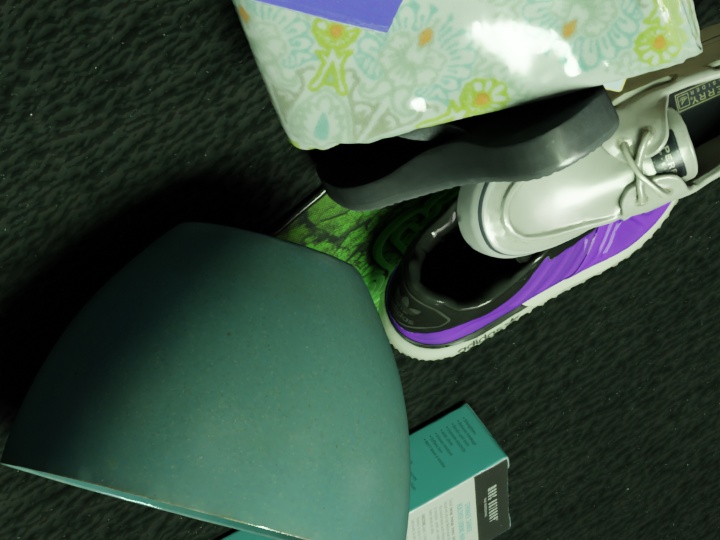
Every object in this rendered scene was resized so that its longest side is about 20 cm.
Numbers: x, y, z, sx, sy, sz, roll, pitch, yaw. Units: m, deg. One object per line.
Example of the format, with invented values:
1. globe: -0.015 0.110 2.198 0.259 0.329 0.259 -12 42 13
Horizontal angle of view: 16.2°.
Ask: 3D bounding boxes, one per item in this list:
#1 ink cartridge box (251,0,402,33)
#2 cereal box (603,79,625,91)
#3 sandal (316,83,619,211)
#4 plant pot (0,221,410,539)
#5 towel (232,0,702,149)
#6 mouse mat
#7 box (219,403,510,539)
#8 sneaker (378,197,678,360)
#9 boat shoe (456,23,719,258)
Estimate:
1. ink cartridge box: -0.041 -0.183 0.991 0.197 0.044 0.201 12 128 -17
2. cereal box: 0.078 -0.181 1.116 0.143 0.040 0.201 12 128 -10
3. sandal: 0.047 -0.070 1.197 0.076 0.199 0.043 -39 107 -32
4. plant pot: -0.061 0.054 1.226 0.200 0.199 0.136 24 79 -53
5. towel: 0.039 -0.141 1.092 0.198 0.048 0.172 -12 128 10
6. mouse mat: 0.000 0.000 1.357 0.200 0.008 0.161 -39 147 3
7. box: -0.006 0.162 1.507 0.199 0.049 0.083 -28 146 -15
8. sneaker: 0.097 -0.029 1.322 0.200 0.070 0.100 -37 166 -10
9. boat shoe: 0.141 -0.061 1.254 0.199 0.066 0.072 -24 114 -22
